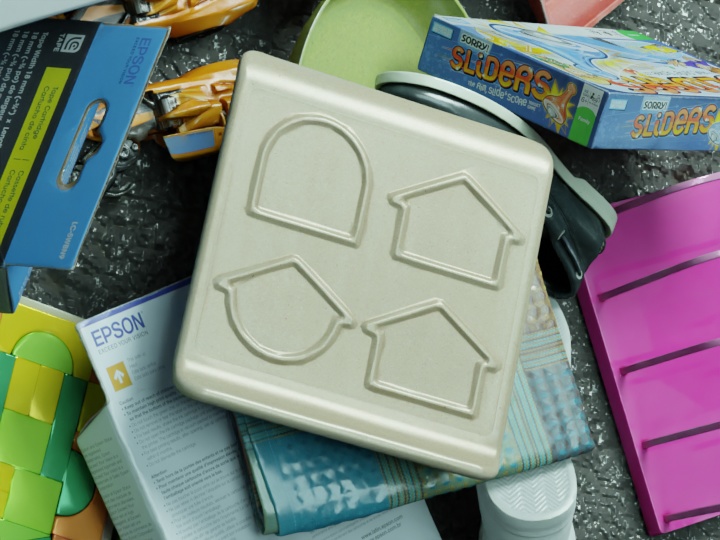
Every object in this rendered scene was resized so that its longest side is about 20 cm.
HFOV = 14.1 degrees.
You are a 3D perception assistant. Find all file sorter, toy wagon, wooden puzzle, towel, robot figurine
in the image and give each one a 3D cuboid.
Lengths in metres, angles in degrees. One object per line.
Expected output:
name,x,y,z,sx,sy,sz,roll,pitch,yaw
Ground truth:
file sorter,0.232,0.038,1.743,0.139,0.125,0.200,-14,86,-32
toy wagon,-0.187,0.115,1.529,0.155,0.040,0.200,21,68,-25
wooden puzzle,0.000,0.000,1.549,0.185,0.046,0.200,17,68,-17
towel,0.018,0.053,1.577,0.200,0.022,0.147,-13,81,-23
robot figurine,-0.129,-0.115,1.606,0.200,0.058,0.145,-16,88,-33

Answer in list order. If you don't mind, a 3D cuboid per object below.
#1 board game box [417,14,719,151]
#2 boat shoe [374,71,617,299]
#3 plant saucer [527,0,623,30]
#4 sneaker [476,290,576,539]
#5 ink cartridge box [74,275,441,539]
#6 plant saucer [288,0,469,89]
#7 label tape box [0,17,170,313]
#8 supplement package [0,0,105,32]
board game box,0.147,-0.107,1.694,0.200,0.135,0.035,-2,113,-50
boat shoe,0.071,-0.044,1.654,0.199,0.074,0.066,38,65,-46
plant saucer,0.142,-0.268,1.775,0.200,0.037,0.200,-40,127,-34
sneaker,0.087,0.107,1.680,0.073,0.116,0.200,0,43,1
ink cartridge box,-0.060,0.098,1.581,0.196,0.043,0.200,-23,88,-48
plant saucer,0.011,-0.076,1.659,0.200,0.031,0.201,-1,91,-53
label tape box,-0.192,-0.056,1.477,0.063,0.200,0.144,54,50,-53
supplement package,-0.151,-0.223,1.481,0.200,0.151,0.152,-20,111,-28
